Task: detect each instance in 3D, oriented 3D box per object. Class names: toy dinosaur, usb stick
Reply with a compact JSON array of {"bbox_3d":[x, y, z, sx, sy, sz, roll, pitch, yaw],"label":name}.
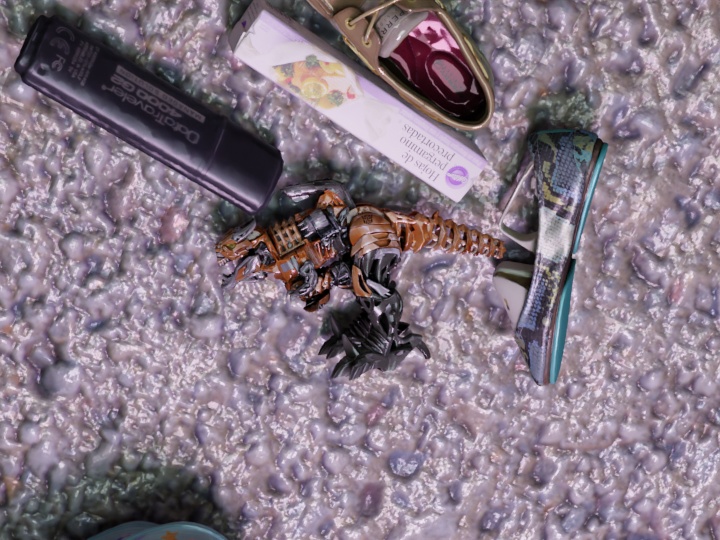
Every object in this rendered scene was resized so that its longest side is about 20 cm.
[{"bbox_3d":[0.000,0.000,1.111,0.198,0.102,0.137,-4,99,15],"label":"toy dinosaur"},{"bbox_3d":[-0.140,-0.104,1.059,0.199,0.033,0.056,30,62,-21],"label":"usb stick"}]

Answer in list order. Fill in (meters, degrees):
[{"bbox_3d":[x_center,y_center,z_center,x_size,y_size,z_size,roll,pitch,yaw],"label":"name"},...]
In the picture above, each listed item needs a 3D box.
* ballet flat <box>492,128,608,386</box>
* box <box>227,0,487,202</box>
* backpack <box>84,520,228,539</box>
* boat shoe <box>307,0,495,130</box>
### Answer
[{"bbox_3d":[0.132,-0.012,1.148,0.073,0.074,0.202,4,112,-12],"label":"ballet flat"},{"bbox_3d":[-0.001,-0.118,1.081,0.199,0.042,0.039,31,107,-22],"label":"box"},{"bbox_3d":[-0.162,0.282,1.173,0.199,0.151,0.178,-26,119,10],"label":"backpack"},{"bbox_3d":[0.024,-0.170,1.046,0.200,0.066,0.074,38,103,-23],"label":"boat shoe"}]
